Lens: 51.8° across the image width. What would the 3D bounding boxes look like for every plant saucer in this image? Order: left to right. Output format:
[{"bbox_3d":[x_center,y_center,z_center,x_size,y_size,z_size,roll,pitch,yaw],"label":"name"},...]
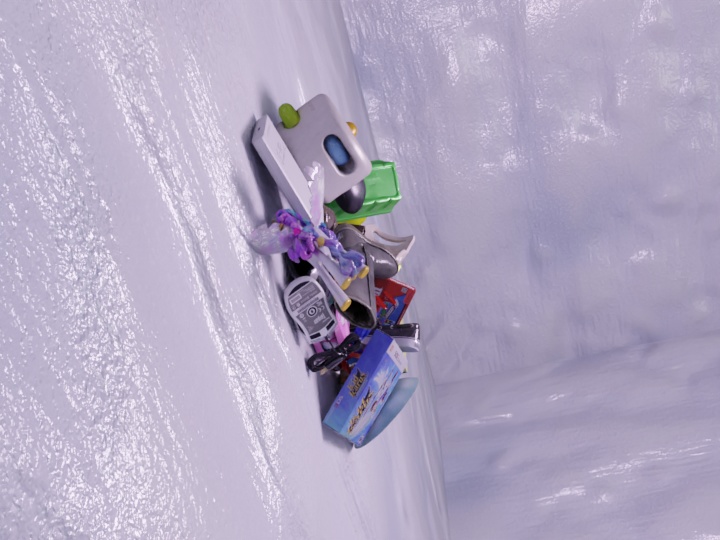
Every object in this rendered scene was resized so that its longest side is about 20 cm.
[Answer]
[{"bbox_3d":[0.044,0.292,1.586,0.039,0.201,0.201,44,12,-3],"label":"plant saucer"}]

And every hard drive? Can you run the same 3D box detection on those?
[{"bbox_3d":[-0.123,-0.162,1.294,0.202,0.026,0.133,60,11,-25],"label":"hard drive"}]

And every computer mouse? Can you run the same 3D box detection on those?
[{"bbox_3d":[-0.076,0.086,1.295,0.044,0.108,0.203,42,-19,56],"label":"computer mouse"},{"bbox_3d":[-0.044,-0.219,1.671,0.202,0.052,0.139,56,48,-22],"label":"computer mouse"}]

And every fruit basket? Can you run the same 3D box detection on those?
[{"bbox_3d":[-0.015,-0.185,1.846,0.215,0.210,0.160,-14,93,-82],"label":"fruit basket"}]

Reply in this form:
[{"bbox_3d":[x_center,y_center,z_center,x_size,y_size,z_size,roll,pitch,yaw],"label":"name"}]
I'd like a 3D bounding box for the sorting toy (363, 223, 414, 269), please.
[{"bbox_3d":[0.034,-0.047,1.681,0.180,0.196,0.109,-45,142,-43],"label":"sorting toy"}]

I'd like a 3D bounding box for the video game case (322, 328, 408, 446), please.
[{"bbox_3d":[0.015,0.233,1.440,0.203,0.045,0.182,-59,158,-11],"label":"video game case"}]

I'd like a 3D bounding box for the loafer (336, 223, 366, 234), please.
[{"bbox_3d":[0.000,0.000,1.502,0.073,0.070,0.205,-33,111,-83],"label":"loafer"}]

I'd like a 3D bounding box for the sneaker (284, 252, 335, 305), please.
[{"bbox_3d":[-0.095,-0.043,1.351,0.141,0.076,0.203,63,12,-49],"label":"sneaker"}]

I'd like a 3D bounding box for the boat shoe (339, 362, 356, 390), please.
[{"bbox_3d":[-0.004,0.235,1.607,0.200,0.073,0.070,29,50,-82],"label":"boat shoe"}]

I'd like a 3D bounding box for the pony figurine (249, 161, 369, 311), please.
[{"bbox_3d":[-0.079,-0.046,1.177,0.200,0.166,0.194,42,-16,13],"label":"pony figurine"}]

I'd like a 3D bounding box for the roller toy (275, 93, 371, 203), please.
[{"bbox_3d":[-0.065,-0.239,1.441,0.185,0.138,0.200,58,5,17],"label":"roller toy"}]

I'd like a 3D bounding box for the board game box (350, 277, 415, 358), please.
[{"bbox_3d":[0.032,0.105,1.585,0.020,0.101,0.203,-84,-163,-65],"label":"board game box"}]

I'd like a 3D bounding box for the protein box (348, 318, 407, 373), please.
[{"bbox_3d":[0.021,0.111,1.734,0.202,0.132,0.201,-91,166,-50],"label":"protein box"}]

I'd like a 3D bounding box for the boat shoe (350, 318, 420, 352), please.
[{"bbox_3d":[0.032,0.128,1.547,0.070,0.195,0.068,43,53,-59],"label":"boat shoe"}]

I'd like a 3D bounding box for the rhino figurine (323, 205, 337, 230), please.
[{"bbox_3d":[-0.090,-0.106,1.535,0.200,0.058,0.090,43,35,-73],"label":"rhino figurine"}]

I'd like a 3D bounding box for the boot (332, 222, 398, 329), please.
[{"bbox_3d":[0.015,0.023,1.370,0.180,0.073,0.202,29,29,-32],"label":"boot"}]

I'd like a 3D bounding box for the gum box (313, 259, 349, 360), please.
[{"bbox_3d":[-0.065,0.063,1.439,0.115,0.064,0.203,71,10,-46],"label":"gum box"}]

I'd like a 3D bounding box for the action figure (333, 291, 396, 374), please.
[{"bbox_3d":[0.012,0.149,1.469,0.099,0.201,0.065,49,29,16],"label":"action figure"}]
